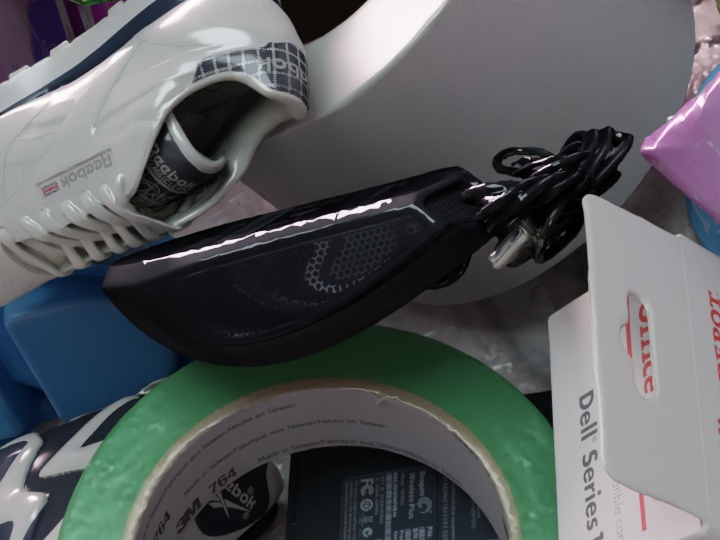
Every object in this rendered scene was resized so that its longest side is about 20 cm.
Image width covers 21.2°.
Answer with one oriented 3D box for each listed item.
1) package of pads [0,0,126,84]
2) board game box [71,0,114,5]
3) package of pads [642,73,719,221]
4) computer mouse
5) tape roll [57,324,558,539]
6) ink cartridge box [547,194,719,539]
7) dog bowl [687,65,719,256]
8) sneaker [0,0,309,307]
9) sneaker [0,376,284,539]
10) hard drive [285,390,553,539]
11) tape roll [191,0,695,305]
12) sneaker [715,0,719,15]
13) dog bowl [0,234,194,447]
[{"bbox_3d":[-0.156,-0.097,0.905,0.075,0.121,0.200,-3,22,25],"label":"package of pads"},{"bbox_3d":[-0.116,-0.152,0.840,0.105,0.024,0.200,-18,27,-26],"label":"board game box"},{"bbox_3d":[0.205,-0.023,0.629,0.200,0.076,0.121,43,107,16],"label":"package of pads"},{"bbox_3d":[0.000,0.000,0.701,0.199,0.053,0.138,-13,8,21],"label":"computer mouse"},{"bbox_3d":[-0.012,0.115,0.713,0.200,0.048,0.201,-4,55,5],"label":"tape roll"},{"bbox_3d":[0.129,0.069,0.655,0.067,0.200,0.117,-36,39,39],"label":"ink cartridge box"},{"bbox_3d":[0.230,-0.064,0.803,0.199,0.050,0.112,-15,50,13],"label":"dog bowl"},{"bbox_3d":[-0.105,-0.038,0.756,0.200,0.076,0.081,-40,50,20],"label":"sneaker"},{"bbox_3d":[-0.082,0.122,0.789,0.129,0.080,0.199,-35,38,7],"label":"sneaker"},{"bbox_3d":[0.067,0.113,0.761,0.199,0.033,0.140,-10,52,17],"label":"hard drive"},{"bbox_3d":[0.026,-0.104,0.837,0.202,0.139,0.203,-27,45,30],"label":"tape roll"},{"bbox_3d":[0.228,-0.122,0.729,0.200,0.116,0.074,-30,47,-1],"label":"sneaker"},{"bbox_3d":[-0.153,0.036,0.873,0.199,0.112,0.050,-13,37,15],"label":"dog bowl"}]
